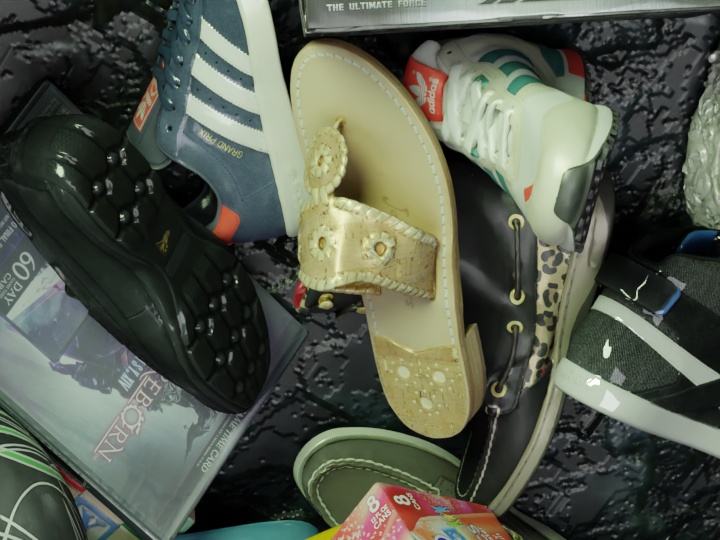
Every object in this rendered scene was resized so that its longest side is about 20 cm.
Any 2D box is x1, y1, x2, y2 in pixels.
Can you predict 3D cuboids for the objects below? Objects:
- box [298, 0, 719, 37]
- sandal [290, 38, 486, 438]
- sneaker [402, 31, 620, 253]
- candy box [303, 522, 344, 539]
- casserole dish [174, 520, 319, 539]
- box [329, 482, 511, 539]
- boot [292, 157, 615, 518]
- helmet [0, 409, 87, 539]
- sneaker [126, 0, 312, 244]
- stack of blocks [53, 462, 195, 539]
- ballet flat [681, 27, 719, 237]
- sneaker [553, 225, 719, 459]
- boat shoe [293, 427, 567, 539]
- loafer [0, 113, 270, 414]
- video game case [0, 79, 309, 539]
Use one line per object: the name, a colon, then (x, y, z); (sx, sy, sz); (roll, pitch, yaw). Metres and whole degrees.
box: (0.069, -0.138, 1.055); (0.198, 0.158, 0.049); (-3, 96, -1)
sandal: (0.005, 0.000, 1.086); (0.077, 0.070, 0.213); (-1, 120, 34)
sneaker: (0.064, -0.067, 1.077); (0.093, 0.200, 0.071); (13, 110, -5)
candy box: (-0.031, 0.219, 1.253); (0.102, 0.026, 0.201); (-23, 139, -18)
casserole dish: (-0.098, 0.196, 1.234); (0.199, 0.039, 0.122); (-5, 132, -30)
box: (0.003, 0.219, 1.176); (0.095, 0.100, 0.200); (18, 118, -44)
boot: (0.038, 0.025, 1.187); (0.149, 0.073, 0.201); (12, 113, -12)
helmet: (-0.223, 0.146, 1.088); (0.199, 0.200, 0.191); (36, 103, -21)
sneaker: (-0.080, -0.098, 1.113); (0.084, 0.075, 0.201); (-14, 117, -2)
stack of blocks: (-0.178, 0.078, 1.199); (0.115, 0.059, 0.200); (-41, 113, 14)
ballet flat: (0.205, -0.081, 1.157); (0.071, 0.072, 0.202); (-1, 117, -5)
sneaker: (0.195, 0.040, 1.193); (0.199, 0.073, 0.113); (20, 98, -45)
boat shoe: (0.052, 0.153, 1.259); (0.201, 0.060, 0.072); (31, 110, -19)
loafer: (-0.110, -0.002, 1.120); (0.070, 0.068, 0.201); (3, 143, 38)
video game case: (-0.131, 0.024, 1.154); (0.200, 0.019, 0.143); (44, 65, -22)
